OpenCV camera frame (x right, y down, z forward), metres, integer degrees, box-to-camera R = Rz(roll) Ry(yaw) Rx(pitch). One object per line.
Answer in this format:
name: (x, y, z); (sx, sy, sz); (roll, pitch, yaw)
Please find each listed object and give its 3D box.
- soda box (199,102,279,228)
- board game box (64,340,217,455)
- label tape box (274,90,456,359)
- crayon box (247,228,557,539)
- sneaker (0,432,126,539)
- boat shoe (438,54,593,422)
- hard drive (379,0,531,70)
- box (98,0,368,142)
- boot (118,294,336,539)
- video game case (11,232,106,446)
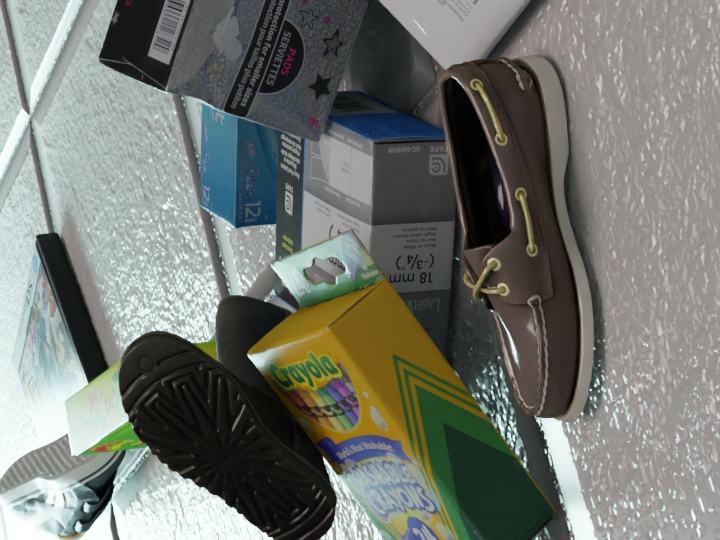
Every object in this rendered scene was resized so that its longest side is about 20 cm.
soda box: (-0.069, -0.135, 1.386); (0.068, 0.064, 0.202); (31, 123, 59)
board game box: (-0.156, 0.100, 1.578); (0.200, 0.101, 0.048); (147, 116, -62)
label tape box: (0.000, 0.000, 1.268); (0.144, 0.063, 0.202); (-149, 57, -60)
crayon box: (0.012, 0.080, 1.163); (0.201, 0.051, 0.126); (54, 155, -7)
sneaker: (-0.258, 0.195, 1.855); (0.079, 0.079, 0.199); (45, 144, -17)
boat shoe: (0.082, -0.016, 1.092); (0.072, 0.059, 0.202); (-10, 86, 64)
hard drive: (0.054, -0.203, 1.084); (0.132, 0.025, 0.200); (46, 147, 4)
box: (-0.061, -0.196, 1.235); (0.132, 0.114, 0.202); (28, 101, 60)
boot: (-0.077, 0.064, 1.257); (0.182, 0.072, 0.201); (50, -160, -24)
video game case: (-0.294, 0.097, 1.962); (0.181, 0.025, 0.201); (111, 145, -43)
